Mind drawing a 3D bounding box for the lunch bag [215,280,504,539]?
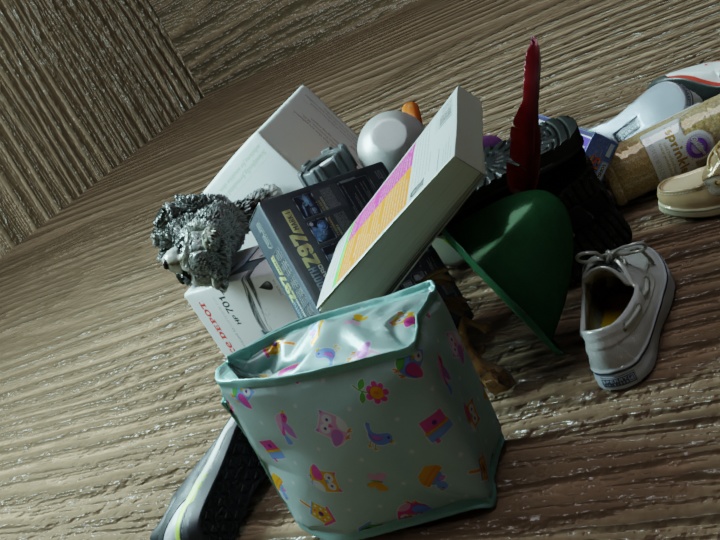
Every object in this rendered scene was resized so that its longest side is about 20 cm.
[{"bbox_3d":[-0.004,0.121,0.870,0.199,0.171,0.122,-18,23,24],"label":"lunch bag"}]

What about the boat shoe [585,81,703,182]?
[{"bbox_3d":[0.314,-0.149,1.260,0.065,0.074,0.199,5,-25,-45],"label":"boat shoe"}]

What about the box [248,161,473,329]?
[{"bbox_3d":[0.000,0.000,1.089,0.157,0.201,0.051,-22,-18,-30],"label":"box"}]

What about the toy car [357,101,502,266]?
[{"bbox_3d":[0.097,-0.112,1.238,0.150,0.200,0.175,-40,-18,-6],"label":"toy car"}]

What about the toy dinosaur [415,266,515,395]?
[{"bbox_3d":[0.053,0.051,0.987,0.199,0.061,0.107,17,51,19],"label":"toy dinosaur"}]

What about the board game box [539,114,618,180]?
[{"bbox_3d":[0.210,-0.106,1.228,0.136,0.034,0.200,-65,18,9],"label":"board game box"}]

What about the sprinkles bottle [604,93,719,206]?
[{"bbox_3d":[0.359,-0.141,1.162,0.199,0.069,0.068,-26,19,13],"label":"sprinkles bottle"}]

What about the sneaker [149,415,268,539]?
[{"bbox_3d":[-0.144,0.201,1.031,0.082,0.072,0.200,-19,22,32],"label":"sneaker"}]

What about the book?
[{"bbox_3d":[0.038,-0.058,0.963,0.200,0.048,0.134,-51,17,32],"label":"book"}]

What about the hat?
[{"bbox_3d":[0.176,-0.051,0.944,0.176,0.200,0.166,-44,42,6],"label":"hat"}]

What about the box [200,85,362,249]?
[{"bbox_3d":[-0.087,-0.087,1.405,0.199,0.200,0.172,-43,10,34],"label":"box"}]

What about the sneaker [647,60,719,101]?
[{"bbox_3d":[0.446,-0.227,1.256,0.108,0.068,0.201,-40,25,-31],"label":"sneaker"}]

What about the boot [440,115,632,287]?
[{"bbox_3d":[0.156,-0.045,1.079,0.210,0.158,0.080,-22,31,15],"label":"boot"}]

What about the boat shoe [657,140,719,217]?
[{"bbox_3d":[0.375,-0.104,1.039,0.199,0.069,0.074,-12,26,42],"label":"boat shoe"}]

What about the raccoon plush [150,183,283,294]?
[{"bbox_3d":[-0.144,-0.052,1.197,0.200,0.097,0.134,-42,30,-25],"label":"raccoon plush"}]

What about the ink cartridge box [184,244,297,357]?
[{"bbox_3d":[-0.080,0.045,1.214,0.199,0.147,0.086,-15,26,39],"label":"ink cartridge box"}]

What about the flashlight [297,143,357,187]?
[{"bbox_3d":[0.004,-0.046,1.237,0.068,0.201,0.068,-34,20,-10],"label":"flashlight"}]

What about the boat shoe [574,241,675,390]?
[{"bbox_3d":[0.223,0.013,0.941,0.074,0.086,0.202,-17,23,31],"label":"boat shoe"}]
